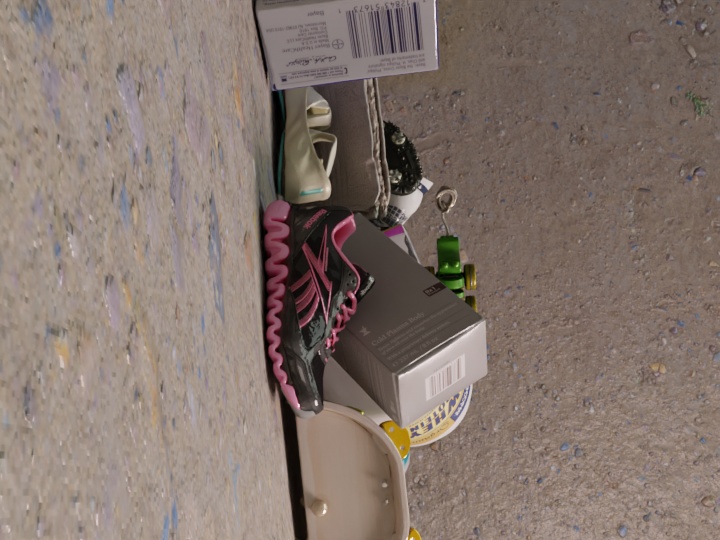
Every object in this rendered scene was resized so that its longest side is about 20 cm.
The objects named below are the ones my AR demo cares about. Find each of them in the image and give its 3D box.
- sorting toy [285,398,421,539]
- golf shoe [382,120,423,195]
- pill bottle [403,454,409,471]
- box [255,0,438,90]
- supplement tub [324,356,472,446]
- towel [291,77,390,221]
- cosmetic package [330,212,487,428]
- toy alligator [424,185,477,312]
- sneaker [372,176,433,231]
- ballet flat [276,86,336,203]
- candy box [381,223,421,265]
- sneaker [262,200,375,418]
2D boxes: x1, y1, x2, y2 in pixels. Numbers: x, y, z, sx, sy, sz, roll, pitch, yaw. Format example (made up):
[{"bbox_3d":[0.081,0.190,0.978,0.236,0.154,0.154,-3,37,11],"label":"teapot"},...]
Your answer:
[{"bbox_3d":[-0.025,0.205,0.987,0.180,0.107,0.200,-177,-99,-72],"label":"sorting toy"},{"bbox_3d":[-0.004,-0.148,1.238,0.200,0.077,0.088,39,-23,22],"label":"golf shoe"},{"bbox_3d":[0.013,0.231,1.482,0.200,0.111,0.111,81,4,-51],"label":"pill bottle"},{"bbox_3d":[-0.015,-0.302,1.098,0.105,0.184,0.200,81,4,-45],"label":"box"},{"bbox_3d":[0.043,0.114,1.106,0.200,0.144,0.145,45,37,-65],"label":"supplement tub"},{"bbox_3d":[-0.032,-0.144,1.156,0.034,0.132,0.200,5,75,-52],"label":"towel"},{"bbox_3d":[0.018,0.042,0.956,0.200,0.107,0.090,42,-27,37],"label":"cosmetic package"},{"bbox_3d":[0.103,0.006,1.163,0.054,0.059,0.200,-88,174,-70],"label":"toy alligator"},{"bbox_3d":[0.027,-0.087,1.316,0.081,0.076,0.200,-65,-172,-8],"label":"sneaker"},{"bbox_3d":[-0.059,-0.152,1.111,0.069,0.069,0.200,82,2,-52],"label":"ballet flat"},{"bbox_3d":[0.000,0.000,1.171,0.200,0.136,0.061,-31,97,-87],"label":"candy box"},{"bbox_3d":[-0.034,0.028,0.882,0.079,0.095,0.200,84,2,-70],"label":"sneaker"}]
